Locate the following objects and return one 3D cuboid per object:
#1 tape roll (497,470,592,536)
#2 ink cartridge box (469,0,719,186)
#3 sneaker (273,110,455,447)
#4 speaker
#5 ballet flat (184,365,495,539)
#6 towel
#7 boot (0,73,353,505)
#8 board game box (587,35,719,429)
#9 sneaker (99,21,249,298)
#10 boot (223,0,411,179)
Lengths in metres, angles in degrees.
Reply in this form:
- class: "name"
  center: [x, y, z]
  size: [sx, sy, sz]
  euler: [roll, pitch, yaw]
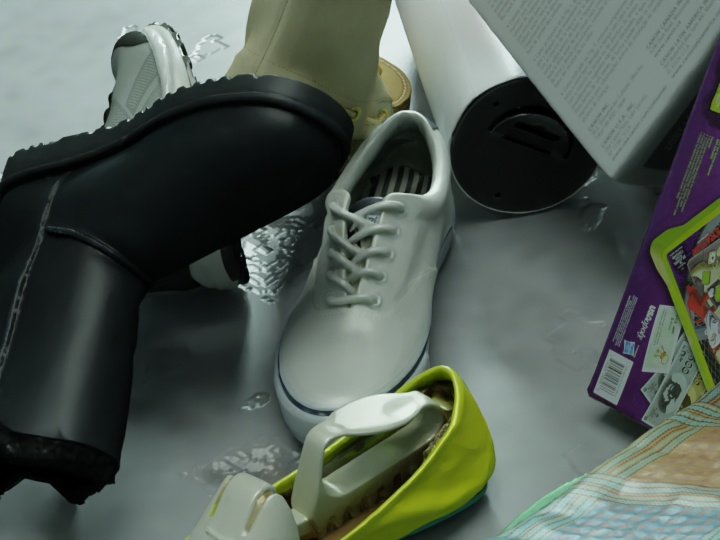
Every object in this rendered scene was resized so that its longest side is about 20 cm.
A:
- class: "tape roll"
  center: [0.137, 0.149, 1.056]
  size: [0.199, 0.048, 0.201]
  euler: [-5, 36, 4]
- class: "ink cartridge box"
  center: [0.120, -0.164, 1.271]
  size: [0.057, 0.163, 0.200]
  euler: [6, 39, -42]
- class: "sneaker"
  center: [0.000, 0.000, 1.266]
  size: [0.073, 0.071, 0.200]
  euler: [0, 37, 11]
- class: "speaker"
  center: [0.066, -0.115, 1.401]
  size: [0.081, 0.082, 0.200]
  euler: [-11, 36, -3]
- class: "ballet flat"
  center: [-0.025, 0.102, 1.137]
  size: [0.200, 0.067, 0.067]
  euler: [-32, 43, -28]
- class: "towel"
  center: [0.146, 0.079, 1.037]
  size: [0.146, 0.022, 0.200]
  euler: [-2, 18, 38]
- class: "boot"
  center: [-0.096, 0.015, 1.198]
  size: [0.199, 0.076, 0.169]
  euler: [-13, 54, 34]
- class: "board game box"
  center: [0.178, -0.015, 1.161]
  size: [0.032, 0.201, 0.120]
  euler: [9, 16, -44]
- class: "sneaker"
  center: [-0.110, -0.057, 1.368]
  size: [0.079, 0.074, 0.201]
  euler: [-15, 37, -1]
- class: "boot"
  center: [-0.006, -0.126, 1.328]
  size: [0.072, 0.156, 0.200]
  euler: [25, 19, 17]
